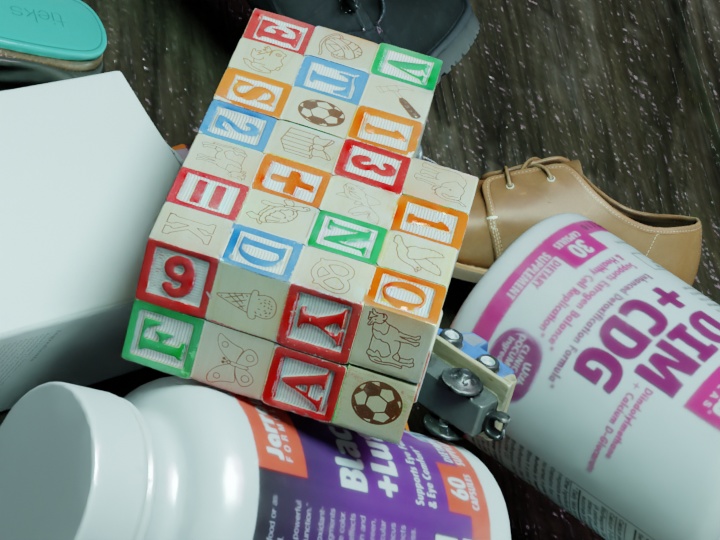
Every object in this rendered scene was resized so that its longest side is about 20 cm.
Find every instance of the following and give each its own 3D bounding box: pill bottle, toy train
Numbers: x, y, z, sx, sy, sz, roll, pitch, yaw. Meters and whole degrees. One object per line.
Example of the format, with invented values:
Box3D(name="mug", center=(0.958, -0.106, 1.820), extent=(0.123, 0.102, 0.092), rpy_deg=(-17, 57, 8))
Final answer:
Box3D(name="pill bottle", center=(0.140, 0.071, 1.281), extent=(0.200, 0.114, 0.113), rpy_deg=(35, 29, 24))
Box3D(name="pill bottle", center=(-0.047, 0.104, 1.158), extent=(0.199, 0.111, 0.112), rpy_deg=(16, 44, -37))
Box3D(name="toy train", center=(-0.009, 0.012, 1.239), extent=(0.200, 0.034, 0.046), rpy_deg=(35, 33, 26))

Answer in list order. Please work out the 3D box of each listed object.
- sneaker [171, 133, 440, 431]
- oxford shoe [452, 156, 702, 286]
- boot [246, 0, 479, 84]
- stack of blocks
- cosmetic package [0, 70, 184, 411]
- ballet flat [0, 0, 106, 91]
Box3D(name="sneaker", center=(0.000, 0.000, 1.300), extent=(0.201, 0.112, 0.078), rpy_deg=(60, 0, 17))
Box3D(name="oxford shoe", center=(0.072, -0.028, 1.425), extent=(0.199, 0.072, 0.071), rpy_deg=(15, 17, -13))
Box3D(name="boot", center=(-0.023, -0.176, 1.448), extent=(0.201, 0.065, 0.165), rpy_deg=(60, 27, -17))
Box3D(name="stack of blocks", center=(-0.015, -0.024, 1.188), extent=(0.115, 0.059, 0.200), rpy_deg=(17, 33, 1))
Box3D(name="cosmetic package", center=(-0.152, -0.006, 1.187), extent=(0.200, 0.081, 0.113), rpy_deg=(-12, 65, -53))
Box3D(name="ballet flat", center=(-0.201, -0.102, 1.239), extent=(0.199, 0.068, 0.068), rpy_deg=(20, 41, -33))
